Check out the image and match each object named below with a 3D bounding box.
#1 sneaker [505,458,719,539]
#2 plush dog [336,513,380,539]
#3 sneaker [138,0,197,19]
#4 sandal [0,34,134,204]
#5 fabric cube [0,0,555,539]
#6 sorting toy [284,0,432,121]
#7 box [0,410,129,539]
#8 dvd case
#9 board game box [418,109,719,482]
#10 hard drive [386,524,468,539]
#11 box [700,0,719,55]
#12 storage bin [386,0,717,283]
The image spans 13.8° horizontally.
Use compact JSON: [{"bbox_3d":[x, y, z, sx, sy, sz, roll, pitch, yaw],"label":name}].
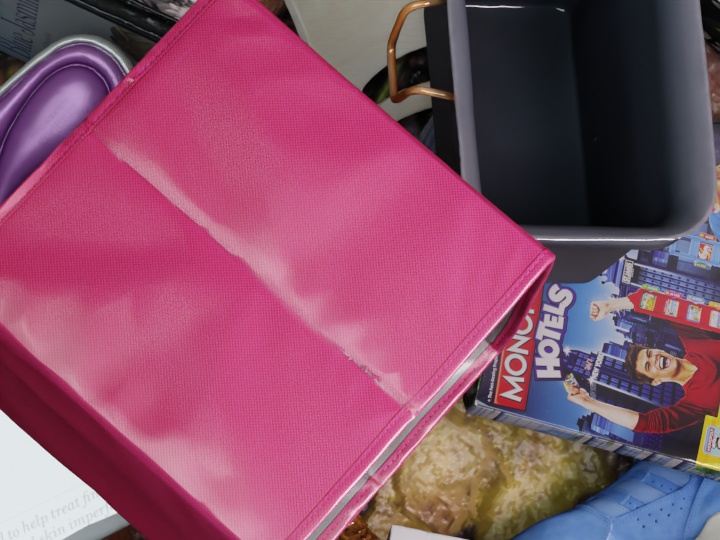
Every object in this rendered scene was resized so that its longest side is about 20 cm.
[{"bbox_3d":[0.152,0.128,1.589,0.200,0.111,0.077,-17,134,29],"label":"sneaker"},{"bbox_3d":[-0.073,0.181,1.520,0.172,0.200,0.161,-35,91,-35],"label":"plush dog"},{"bbox_3d":[-0.098,-0.183,1.503,0.078,0.200,0.100,27,86,-16],"label":"sneaker"},{"bbox_3d":[-0.188,-0.034,1.448,0.082,0.050,0.203,36,91,0],"label":"sandal"},{"bbox_3d":[-0.055,0.020,1.377,0.199,0.196,0.200,41,77,7],"label":"fabric cube"},{"bbox_3d":[0.037,-0.164,1.560,0.200,0.107,0.180,-8,103,-7],"label":"sorting toy"},{"bbox_3d":[-0.213,0.062,1.542,0.199,0.131,0.200,-26,93,0],"label":"box"},{"bbox_3d":[-0.111,-0.107,1.532,0.200,0.143,0.018,25,76,-2],"label":"dvd case"},{"bbox_3d":[0.118,-0.002,1.540,0.199,0.062,0.200,15,69,-6],"label":"board game box"},{"bbox_3d":[0.101,0.203,1.571,0.200,0.026,0.132,12,134,-1],"label":"hard drive"},{"bbox_3d":[0.238,-0.108,1.531,0.200,0.160,0.049,41,92,-4],"label":"box"},{"bbox_3d":[0.080,-0.086,1.456,0.145,0.134,0.200,0,70,-13],"label":"storage bin"}]
